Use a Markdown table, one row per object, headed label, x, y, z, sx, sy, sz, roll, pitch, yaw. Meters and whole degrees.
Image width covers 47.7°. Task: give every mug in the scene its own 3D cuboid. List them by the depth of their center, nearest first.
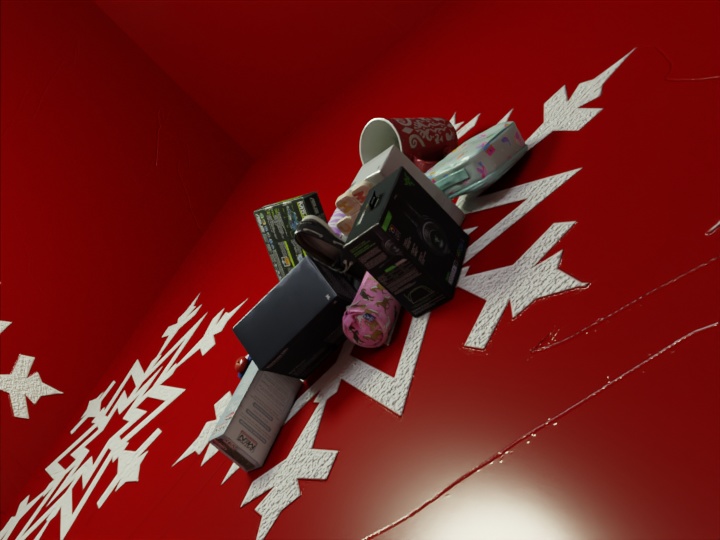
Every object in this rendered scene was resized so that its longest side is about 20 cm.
| label | x | y | z | sx | sy | sz | roll | pitch | yaw |
| --- | --- | --- | --- | --- | --- | --- | --- | --- | --- |
| mug | 0.123 | -0.257 | 1.788 | 0.198 | 0.179 | 0.134 | -15 | -25 | -42 |

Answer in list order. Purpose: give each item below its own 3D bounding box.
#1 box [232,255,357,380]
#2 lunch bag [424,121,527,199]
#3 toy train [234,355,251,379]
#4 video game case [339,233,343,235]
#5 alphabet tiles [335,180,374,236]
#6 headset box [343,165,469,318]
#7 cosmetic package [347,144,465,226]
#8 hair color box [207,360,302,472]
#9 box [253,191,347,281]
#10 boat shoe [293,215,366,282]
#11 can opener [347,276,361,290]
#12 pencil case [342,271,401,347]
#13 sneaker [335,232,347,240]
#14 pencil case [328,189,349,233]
| label | x | y | z | sx | sy | sz | roll | pitch | yaw |
| --- | --- | --- | --- | --- | --- | --- | --- | --- | --- |
| box | -0.103 | 0.093 | 1.520 | 0.200 | 0.104 | 0.182 | -44 | -24 | 7 |
| lunch bag | 0.212 | -0.198 | 1.562 | 0.160 | 0.077 | 0.199 | -43 | 11 | -32 |
| toy train | -0.173 | 0.159 | 1.702 | 0.202 | 0.084 | 0.115 | -60 | 30 | -4 |
| video game case | 0.033 | -0.102 | 1.811 | 0.142 | 0.018 | 0.199 | -24 | 6 | -29 |
| alphabet tiles | 0.048 | -0.082 | 1.536 | 0.195 | 0.200 | 0.015 | -27 | 28 | 46 |
| headset box | 0.079 | -0.055 | 1.408 | 0.092 | 0.200 | 0.175 | -32 | 22 | 38 |
| cosmetic package | 0.087 | -0.128 | 1.543 | 0.112 | 0.200 | 0.082 | -23 | 29 | 50 |
| hair color box | -0.194 | 0.263 | 1.530 | 0.060 | 0.099 | 0.201 | -29 | 25 | 42 |
| box | -0.127 | -0.052 | 1.710 | 0.047 | 0.203 | 0.192 | -28 | 12 | -41 |
| boat shoe | -0.043 | -0.029 | 1.587 | 0.074 | 0.199 | 0.061 | -47 | 7 | 36 |
| can opener | 0.000 | 0.000 | 1.720 | 0.052 | 0.066 | 0.201 | -33 | 30 | 28 |
| pencil case | 0.033 | 0.045 | 1.476 | 0.082 | 0.087 | 0.201 | 4 | 40 | 20 |
| sneaker | -0.089 | -0.043 | 1.814 | 0.201 | 0.113 | 0.074 | 100 | -175 | -67 |
| pencil case | -0.032 | -0.114 | 1.975 | 0.084 | 0.085 | 0.201 | 116 | 179 | -51 |
